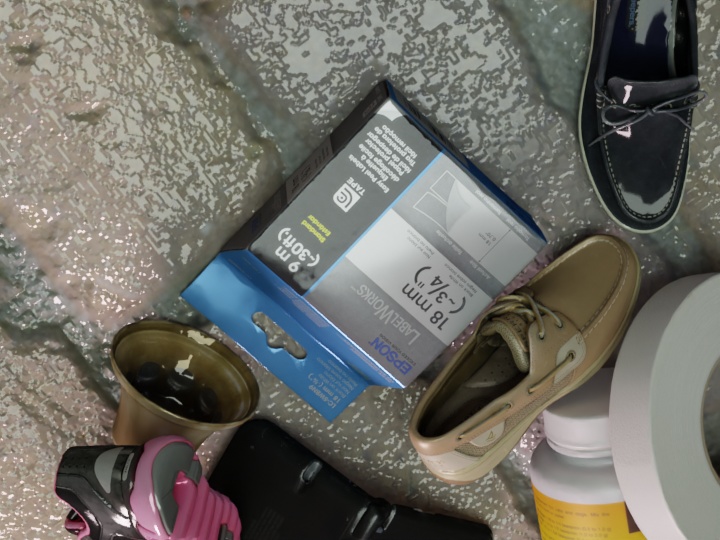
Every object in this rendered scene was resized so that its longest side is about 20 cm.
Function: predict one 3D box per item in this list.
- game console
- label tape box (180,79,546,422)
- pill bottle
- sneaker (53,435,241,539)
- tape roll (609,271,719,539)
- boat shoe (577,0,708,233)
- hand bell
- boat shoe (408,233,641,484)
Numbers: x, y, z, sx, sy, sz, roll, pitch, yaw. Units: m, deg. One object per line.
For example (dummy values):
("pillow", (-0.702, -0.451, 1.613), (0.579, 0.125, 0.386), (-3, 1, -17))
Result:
("game console", (-0.038, 0.223, 1.211), (0.176, 0.116, 0.200), (34, 104, 17))
("label tape box", (0.000, 0.000, 1.114), (0.144, 0.063, 0.200), (41, 101, -15))
("pill bottle", (0.176, 0.172, 1.161), (0.109, 0.109, 0.201), (-12, 109, 0))
("sneaker", (-0.137, 0.166, 1.094), (0.095, 0.079, 0.200), (0, 143, 14))
("tape roll", (0.243, 0.101, 1.118), (0.202, 0.037, 0.204), (6, 81, -38))
("boat shoe", (0.180, -0.116, 1.090), (0.074, 0.062, 0.201), (-3, 110, -5))
("hand bell", (-0.153, 0.142, 1.153), (0.104, 0.104, 0.200), (22, 119, -11))
("boat shoe", (0.108, 0.049, 1.105), (0.200, 0.071, 0.065), (-50, 147, -12))
